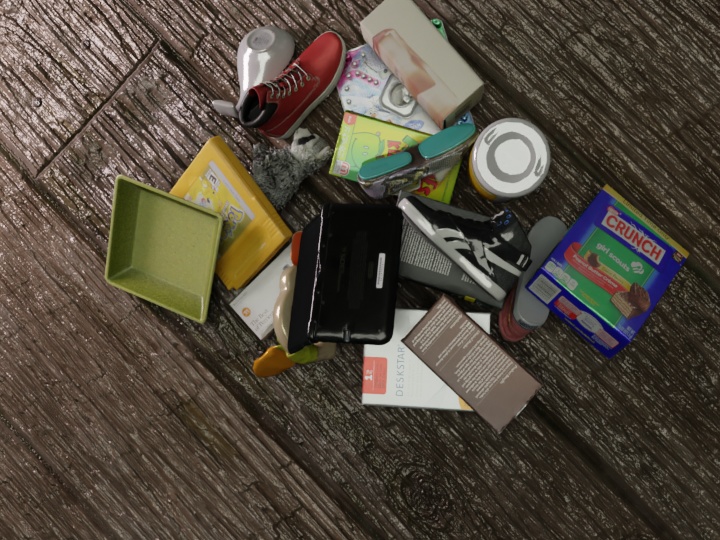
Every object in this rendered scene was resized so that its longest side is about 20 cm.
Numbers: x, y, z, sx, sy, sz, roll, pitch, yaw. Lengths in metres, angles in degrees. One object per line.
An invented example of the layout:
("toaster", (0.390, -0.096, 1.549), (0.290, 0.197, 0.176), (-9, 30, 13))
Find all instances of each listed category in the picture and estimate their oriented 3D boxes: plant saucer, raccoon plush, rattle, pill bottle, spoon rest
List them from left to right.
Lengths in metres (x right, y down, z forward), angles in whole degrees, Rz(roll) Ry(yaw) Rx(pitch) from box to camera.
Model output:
("plant saucer", (-0.315, -0.041, 1.407), (0.198, 0.048, 0.202), (21, 116, 12))
("spoon rest", (-0.176, -0.323, 1.399), (0.098, 0.061, 0.202), (15, 61, 19))
("rattle", (-0.114, 0.055, 1.371), (0.129, 0.143, 0.203), (-9, 80, -30))
("raccoon plush", (-0.108, -0.135, 1.413), (0.132, 0.097, 0.202), (-1, 115, -4))
("pill bottle", (0.217, -0.160, 1.291), (0.109, 0.200, 0.113), (0, 91, 4))

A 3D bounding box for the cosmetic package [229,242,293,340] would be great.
("cosmetic package", (-0.116, 0.015, 1.410), (0.200, 0.051, 0.083), (-45, 83, 5))

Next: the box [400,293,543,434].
("box", (0.166, 0.136, 1.284), (0.200, 0.075, 0.100), (43, 93, 8))

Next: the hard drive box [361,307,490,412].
("hard drive box", (0.106, 0.140, 1.366), (0.197, 0.077, 0.158), (1, 89, 8))

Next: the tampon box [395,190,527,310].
("tampon box", (0.140, -0.028, 1.327), (0.198, 0.150, 0.128), (18, 90, 8))

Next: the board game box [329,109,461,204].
("board game box", (0.058, -0.179, 1.368), (0.197, 0.048, 0.103), (16, 104, -1))

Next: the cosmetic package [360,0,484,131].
("cosmetic package", (0.097, -0.325, 1.337), (0.087, 0.103, 0.201), (-40, 83, 4))

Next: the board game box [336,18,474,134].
("board game box", (0.067, -0.288, 1.404), (0.198, 0.026, 0.202), (-18, 87, 7))

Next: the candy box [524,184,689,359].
("candy box", (0.373, -0.001, 1.291), (0.169, 0.077, 0.200), (40, 62, 7))

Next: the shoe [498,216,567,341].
("shoe", (0.268, 0.014, 1.352), (0.071, 0.091, 0.202), (23, 63, -5))

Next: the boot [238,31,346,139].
("boot", (-0.107, -0.301, 1.354), (0.072, 0.144, 0.201), (41, 101, 15))

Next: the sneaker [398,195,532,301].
("sneaker", (0.158, -0.062, 1.220), (0.200, 0.073, 0.112), (42, 89, -1))

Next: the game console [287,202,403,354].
("game console", (-0.025, 0.016, 1.235), (0.173, 0.117, 0.203), (2, 72, 11))

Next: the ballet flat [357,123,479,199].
("ballet flat", (0.094, -0.162, 1.320), (0.198, 0.072, 0.073), (-22, 86, 8))

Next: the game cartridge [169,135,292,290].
("game cartridge", (-0.219, -0.086, 1.390), (0.201, 0.032, 0.176), (54, 130, 7))
